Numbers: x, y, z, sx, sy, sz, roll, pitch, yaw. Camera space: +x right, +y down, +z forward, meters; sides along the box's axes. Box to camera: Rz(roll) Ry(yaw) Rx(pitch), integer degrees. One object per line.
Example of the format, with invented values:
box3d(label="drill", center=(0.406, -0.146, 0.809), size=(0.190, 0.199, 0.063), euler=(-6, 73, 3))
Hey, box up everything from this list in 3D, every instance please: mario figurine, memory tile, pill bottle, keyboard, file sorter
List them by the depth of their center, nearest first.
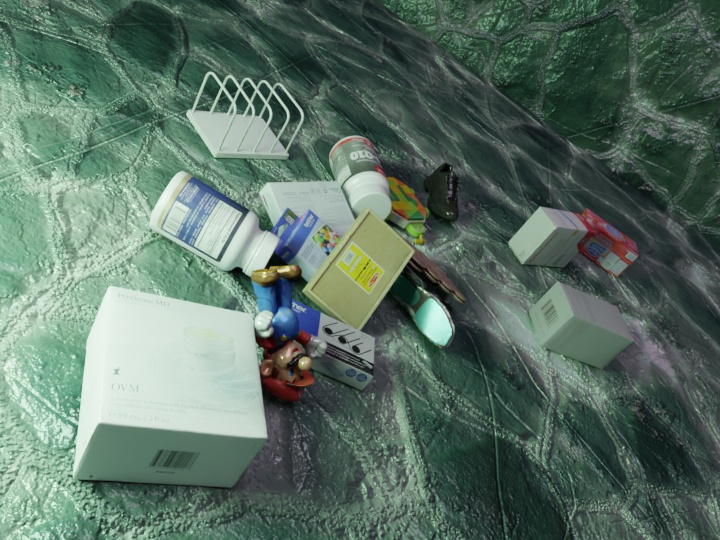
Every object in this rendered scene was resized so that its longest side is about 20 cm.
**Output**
box3d(label="mario figurine", center=(-0.101, 0.095, 0.937), size=(0.122, 0.203, 0.106), euler=(-9, 8, -20))
box3d(label="pill bottle", center=(-0.240, -0.069, 1.066), size=(0.199, 0.111, 0.112), euler=(31, 34, -9))
box3d(label="keyboard", center=(0.103, -0.009, 1.305), size=(0.127, 0.021, 0.200), euler=(46, 10, 10))
box3d(label="memory tile", center=(0.140, -0.008, 1.345), size=(0.199, 0.017, 0.154), euler=(37, 13, -37))
box3d(label="file sorter", center=(-0.241, -0.334, 1.370), size=(0.199, 0.125, 0.139), euler=(-8, 54, -47))
box3d(label="pill bottle", center=(0.001, -0.203, 1.441), size=(0.113, 0.114, 0.201), euler=(13, 40, -31))

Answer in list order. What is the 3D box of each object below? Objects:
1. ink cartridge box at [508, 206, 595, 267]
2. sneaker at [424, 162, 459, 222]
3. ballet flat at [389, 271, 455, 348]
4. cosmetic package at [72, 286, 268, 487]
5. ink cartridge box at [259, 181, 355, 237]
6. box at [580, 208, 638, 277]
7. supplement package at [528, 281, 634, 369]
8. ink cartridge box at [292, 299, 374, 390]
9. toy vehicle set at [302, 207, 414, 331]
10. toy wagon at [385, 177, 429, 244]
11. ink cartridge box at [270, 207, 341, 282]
box3d(label="ink cartridge box", center=(0.529, -0.089, 1.750), size=(0.198, 0.148, 0.086), euler=(5, 44, -39))
box3d(label="sneaker", center=(0.225, -0.211, 1.673), size=(0.075, 0.091, 0.201), euler=(18, 39, -28))
box3d(label="ballet flat", center=(0.127, 0.069, 1.274), size=(0.071, 0.072, 0.201), euler=(-11, 54, -48))
box3d(label="cosmetic package", center=(-0.238, 0.147, 0.802), size=(0.197, 0.123, 0.201), euler=(14, 38, -30))
box3d(label="ink cartridge box", center=(-0.086, -0.085, 1.274), size=(0.195, 0.043, 0.202), euler=(-8, 70, -47))
box3d(label="box", center=(0.760, -0.087, 1.997), size=(0.199, 0.103, 0.095), euler=(34, 33, -2))
box3d(label="supplement package", center=(0.523, 0.132, 1.506), size=(0.198, 0.118, 0.118), euler=(21, 36, -21))
box3d(label="ink cartridge box", center=(-0.071, 0.117, 1.056), size=(0.198, 0.044, 0.094), euler=(26, 34, -16))
box3d(label="toy vehicle set", center=(0.000, 0.000, 1.155), size=(0.124, 0.026, 0.201), euler=(42, 68, -14))
box3d(label="toy wagon", center=(0.103, -0.148, 1.533), size=(0.154, 0.040, 0.201), euler=(-5, 52, -45))
box3d(label="ink cartridge box", center=(-0.076, -0.030, 1.185), size=(0.199, 0.042, 0.120), euler=(40, 42, -13))
